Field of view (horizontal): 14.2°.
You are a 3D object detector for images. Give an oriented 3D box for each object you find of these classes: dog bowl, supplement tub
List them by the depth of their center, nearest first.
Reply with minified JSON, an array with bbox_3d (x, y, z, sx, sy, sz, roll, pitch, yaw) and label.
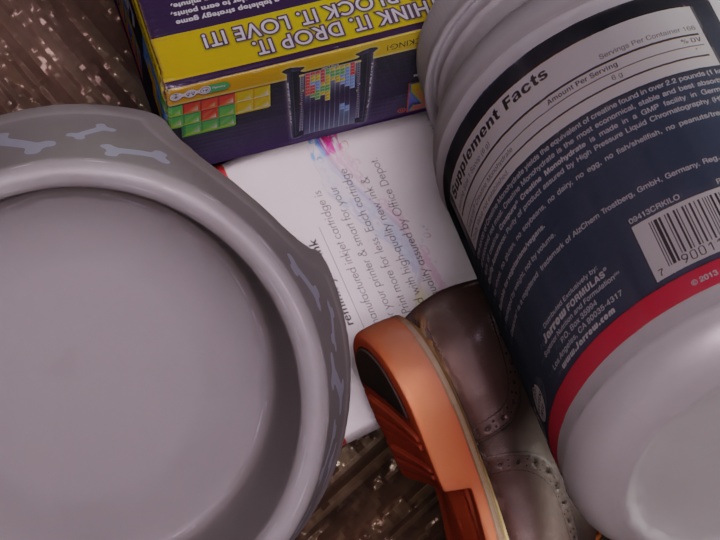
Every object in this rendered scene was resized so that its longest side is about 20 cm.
[{"bbox_3d":[0.107,-0.017,0.996,0.140,0.141,0.200,-14,53,-10],"label":"supplement tub"},{"bbox_3d":[-0.100,0.044,1.023,0.199,0.059,0.201,-1,101,-4],"label":"dog bowl"}]

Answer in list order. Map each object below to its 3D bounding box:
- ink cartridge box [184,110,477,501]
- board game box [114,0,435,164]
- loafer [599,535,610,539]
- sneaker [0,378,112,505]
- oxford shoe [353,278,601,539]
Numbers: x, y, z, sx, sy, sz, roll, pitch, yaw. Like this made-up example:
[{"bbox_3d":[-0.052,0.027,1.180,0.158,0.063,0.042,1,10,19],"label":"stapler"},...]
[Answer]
[{"bbox_3d":[0.000,0.000,1.117,0.199,0.067,0.117,-24,89,-11],"label":"ink cartridge box"},{"bbox_3d":[0.000,-0.138,1.101,0.199,0.057,0.166,-14,59,-10],"label":"board game box"},{"bbox_3d":[0.170,0.093,1.133,0.199,0.068,0.076,-9,49,5],"label":"loafer"},{"bbox_3d":[-0.130,0.003,1.089,0.084,0.075,0.200,-41,92,-1],"label":"sneaker"},{"bbox_3d":[0.069,0.097,1.073,0.073,0.071,0.201,-28,109,-14],"label":"oxford shoe"}]
